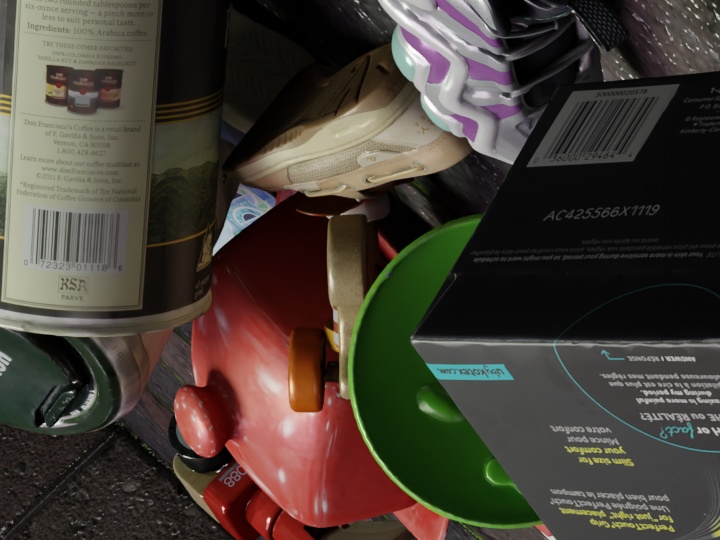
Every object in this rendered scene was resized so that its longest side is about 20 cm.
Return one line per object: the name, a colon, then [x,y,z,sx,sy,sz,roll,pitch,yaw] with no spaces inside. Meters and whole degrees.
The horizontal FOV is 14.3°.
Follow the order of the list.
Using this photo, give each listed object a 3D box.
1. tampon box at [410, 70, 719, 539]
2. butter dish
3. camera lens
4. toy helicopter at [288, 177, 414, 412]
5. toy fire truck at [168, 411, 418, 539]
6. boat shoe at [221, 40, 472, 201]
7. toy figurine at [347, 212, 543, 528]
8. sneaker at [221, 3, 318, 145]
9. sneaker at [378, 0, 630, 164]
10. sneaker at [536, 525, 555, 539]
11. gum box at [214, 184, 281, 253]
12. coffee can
tampon box: [0.144,0.044,0.991,0.150,0.126,0.200,-1,136,43]
butter dish: [-0.040,0.064,1.673,0.200,0.147,0.200,49,148,31]
camera lens: [-0.169,-0.020,1.642,0.159,0.200,0.160,17,146,12]
toy helicopter: [0.000,0.000,1.498,0.079,0.133,0.200,2,169,3]
toy fire truck: [-0.006,0.120,1.863,0.200,0.176,0.129,40,167,29]
boat shoe: [-0.008,-0.062,1.428,0.064,0.071,0.200,41,162,-16]
toy figurine: [0.096,0.053,1.443,0.199,0.151,0.184,20,-177,2]
sneaker: [-0.099,-0.125,1.585,0.200,0.075,0.085,43,165,17]
sneaker: [0.062,-0.095,1.044,0.140,0.078,0.200,34,164,54]
sneaker: [0.131,0.133,1.653,0.201,0.071,0.098,49,179,18]
gum box: [-0.110,-0.032,1.818,0.199,0.045,0.170,3,145,31]
coffee can: [-0.140,-0.084,1.447,0.146,0.146,0.201,31,120,55]
